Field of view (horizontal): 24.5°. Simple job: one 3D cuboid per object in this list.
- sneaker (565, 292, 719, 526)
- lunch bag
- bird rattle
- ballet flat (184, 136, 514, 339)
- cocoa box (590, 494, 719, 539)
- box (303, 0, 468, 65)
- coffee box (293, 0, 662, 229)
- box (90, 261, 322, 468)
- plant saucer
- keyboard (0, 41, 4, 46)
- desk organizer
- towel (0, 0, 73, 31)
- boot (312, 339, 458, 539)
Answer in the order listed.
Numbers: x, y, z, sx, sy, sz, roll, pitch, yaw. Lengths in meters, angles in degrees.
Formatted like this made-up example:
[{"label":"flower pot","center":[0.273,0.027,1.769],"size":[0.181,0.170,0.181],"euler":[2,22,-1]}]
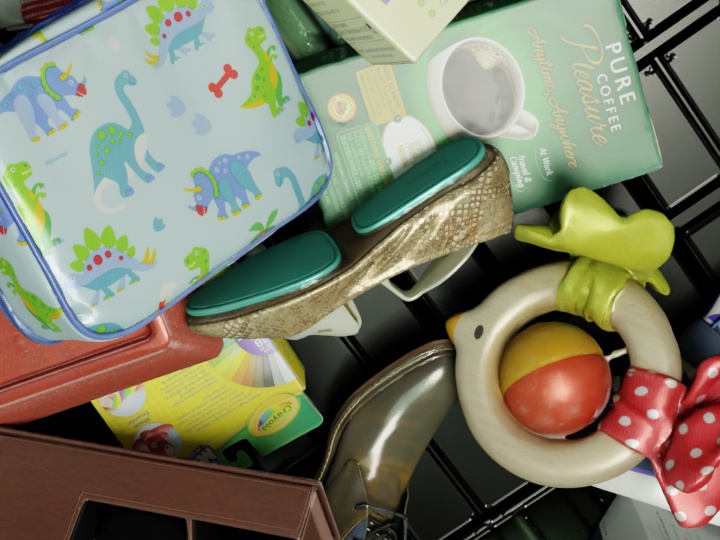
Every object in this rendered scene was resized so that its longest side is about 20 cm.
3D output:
[{"label":"sneaker","center":[0.181,0.065,1.008],"size":[0.200,0.081,0.147],"euler":[19,90,4]},{"label":"lunch bag","center":[-0.120,-0.068,0.873],"size":[0.200,0.082,0.161],"euler":[-38,110,-33]},{"label":"bird rattle","center":[0.137,0.058,0.948],"size":[0.163,0.113,0.200],"euler":[-25,82,16]},{"label":"ballet flat","center":[0.000,0.000,0.928],"size":[0.200,0.071,0.065],"euler":[-28,117,5]},{"label":"cocoa box","center":[0.200,0.244,0.991],"size":[0.133,0.200,0.131],"euler":[25,106,-10]},{"label":"box","center":[0.003,-0.237,0.863],"size":[0.200,0.097,0.176],"euler":[42,86,-15]},{"label":"coffee box","center":[0.064,-0.089,0.962],"size":[0.200,0.044,0.123],"euler":[-19,108,4]},{"label":"box","center":[-0.118,0.035,0.994],"size":[0.117,0.048,0.200],"euler":[-30,104,7]},{"label":"plant saucer","center":[-0.204,-0.008,0.937],"size":[0.200,0.037,0.200],"euler":[-19,101,5]},{"label":"keyboard","center":[-0.244,-0.038,0.904],"size":[0.127,0.021,0.200],"euler":[39,101,-6]},{"label":"desk organizer","center":[-0.121,0.152,0.938],"size":[0.200,0.077,0.072],"euler":[8,148,15]},{"label":"towel","center":[-0.121,-0.215,0.927],"size":[0.200,0.023,0.144],"euler":[-7,107,0]},{"label":"boot","center":[0.015,0.140,0.997],"size":[0.075,0.097,0.200],"euler":[21,114,-41]}]
